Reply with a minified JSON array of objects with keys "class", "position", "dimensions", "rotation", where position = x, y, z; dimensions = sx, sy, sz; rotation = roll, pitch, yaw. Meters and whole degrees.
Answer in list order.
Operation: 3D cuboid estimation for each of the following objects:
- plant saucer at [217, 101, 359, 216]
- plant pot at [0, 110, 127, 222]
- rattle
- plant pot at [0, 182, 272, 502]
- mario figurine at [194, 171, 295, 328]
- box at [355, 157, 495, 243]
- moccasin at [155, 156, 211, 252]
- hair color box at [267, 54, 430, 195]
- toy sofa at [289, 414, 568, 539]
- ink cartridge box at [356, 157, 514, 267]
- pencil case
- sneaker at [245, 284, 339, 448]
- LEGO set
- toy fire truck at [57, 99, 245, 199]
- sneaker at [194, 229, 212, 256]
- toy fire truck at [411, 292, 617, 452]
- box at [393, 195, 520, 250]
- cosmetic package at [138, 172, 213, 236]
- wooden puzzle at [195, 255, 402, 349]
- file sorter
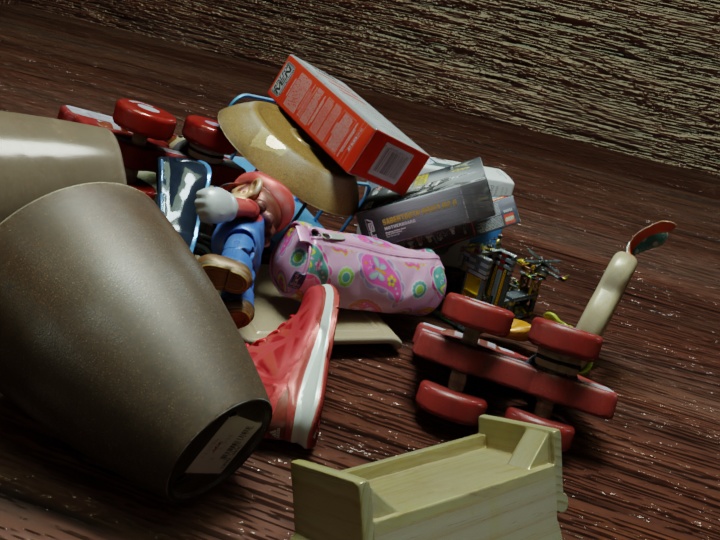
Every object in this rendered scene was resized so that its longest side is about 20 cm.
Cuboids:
[{"class":"plant saucer","position":[-0.073,-0.142,0.882],"dimensions":[0.200,0.035,0.200],"rotation":[34,21,-15]},{"class":"plant pot","position":[-0.323,-0.072,0.723],"dimensions":[0.174,0.201,0.200],"rotation":[-9,28,-26]},{"class":"rattle","position":[0.247,0.008,0.855],"dimensions":[0.143,0.200,0.130],"rotation":[33,27,35]},{"class":"plant pot","position":[-0.163,0.066,0.553],"dimensions":[0.200,0.187,0.187],"rotation":[39,31,24]},{"class":"mario figurine","position":[-0.135,-0.030,0.742],"dimensions":[0.106,0.123,0.200],"rotation":[33,31,-19]},{"class":"box","position":[0.085,-0.089,0.946],"dimensions":[0.158,0.048,0.200],"rotation":[-16,13,12]},{"class":"moccasin","position":[-0.210,-0.030,0.783],"dimensions":[0.068,0.080,0.200],"rotation":[16,57,-16]},{"class":"hair color box","position":[-0.018,-0.175,0.892],"dimensions":[0.101,0.061,0.200],"rotation":[16,25,-46]},{"class":"toy sofa","position":[0.053,0.170,0.530],"dimensions":[0.200,0.098,0.083],"rotation":[-4,1,-37]},{"class":"ink cartridge box","position":[0.108,-0.089,1.115],"dimensions":[0.200,0.147,0.086],"rotation":[8,20,-11]},{"class":"pencil case","position":[0.000,0.000,0.824],"dimensions":[0.200,0.088,0.087],"rotation":[11,18,-33]},{"class":"sneaker","position":[-0.083,0.068,0.674],"dimensions":[0.115,0.078,0.200],"rotation":[10,28,-3]},{"class":"LEGO set","position":[0.155,-0.006,0.965],"dimensions":[0.200,0.116,0.154],"rotation":[-3,25,-36]},{"class":"toy fire truck","position":[-0.247,-0.147,0.903],"dimensions":[0.200,0.112,0.168],"rotation":[7,22,-39]},{"class":"sneaker","position":[-0.269,-0.033,0.885],"dimensions":[0.200,0.076,0.091],"rotation":[14,12,-24]},{"class":"toy fire truck","position":[0.146,0.094,0.741],"dimensions":[0.200,0.112,0.168],"rotation":[16,2,8]},{"class":"box","position":[0.100,-0.054,1.004],"dimensions":[0.200,0.040,0.137],"rotation":[-18,7,-2]},{"class":"cosmetic package","position":[-0.298,-0.088,0.991],"dimensions":[0.200,0.073,0.104],"rotation":[6,22,-18]},{"class":"wooden puzzle","position":[-0.075,0.040,0.839],"dimensions":[0.200,0.037,0.185],"rotation":[7,22,-29]},{"class":"file sorter","position":[-0.105,-0.134,1.037],"dimensions":[0.200,0.123,0.139],"rotation":[47,26,21]}]
